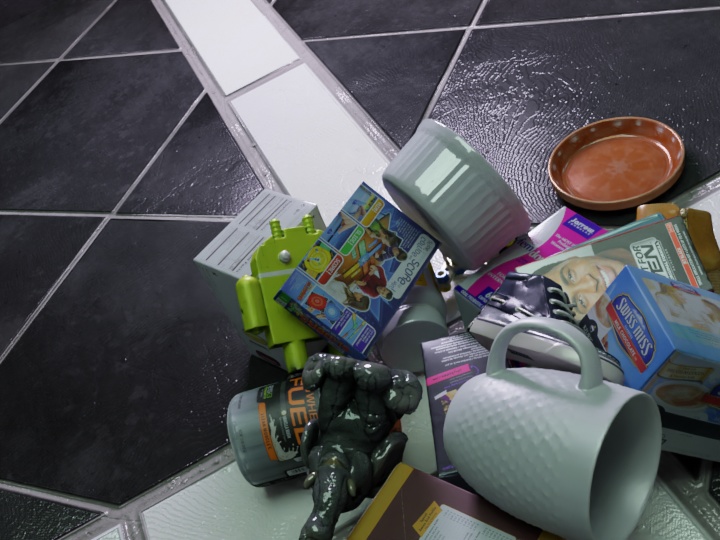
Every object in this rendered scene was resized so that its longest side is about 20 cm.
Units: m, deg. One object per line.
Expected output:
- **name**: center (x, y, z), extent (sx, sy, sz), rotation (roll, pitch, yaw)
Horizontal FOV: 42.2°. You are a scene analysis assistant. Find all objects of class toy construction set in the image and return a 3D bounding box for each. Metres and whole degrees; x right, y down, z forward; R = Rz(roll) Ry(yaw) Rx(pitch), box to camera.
- **toy construction set**: center (0.158, -0.065, 1.373), extent (0.130, 0.092, 0.201), rotation (-16, 52, 9)

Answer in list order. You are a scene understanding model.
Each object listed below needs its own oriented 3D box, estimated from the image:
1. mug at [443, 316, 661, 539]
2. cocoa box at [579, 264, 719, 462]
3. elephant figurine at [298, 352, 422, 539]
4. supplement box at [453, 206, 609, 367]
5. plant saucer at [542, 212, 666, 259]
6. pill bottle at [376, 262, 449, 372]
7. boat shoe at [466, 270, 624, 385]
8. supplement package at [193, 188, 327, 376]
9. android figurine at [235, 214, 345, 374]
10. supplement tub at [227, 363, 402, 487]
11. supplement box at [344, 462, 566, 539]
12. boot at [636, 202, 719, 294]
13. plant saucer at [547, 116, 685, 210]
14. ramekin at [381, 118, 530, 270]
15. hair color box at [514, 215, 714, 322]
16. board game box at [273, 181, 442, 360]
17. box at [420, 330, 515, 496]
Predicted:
- **mug**: center (0.174, 0.142, 0.885), extent (0.175, 0.201, 0.147), rotation (12, 21, 40)
- **cocoa box**: center (0.342, 0.102, 0.990), extent (0.199, 0.132, 0.134), rotation (16, 35, -24)
- **elephant figurine**: center (-0.016, 0.197, 1.011), extent (0.141, 0.155, 0.201), rotation (3, 80, 53)
- **supplement box**: center (0.236, 0.024, 1.224), extent (0.200, 0.104, 0.101), rotation (-35, 42, -15)
- **plant saucer**: center (0.292, -0.014, 1.144), extent (0.199, 0.019, 0.070), rotation (-23, 43, 4)
- **pill bottle**: center (0.055, 0.037, 1.285), extent (0.114, 0.115, 0.201), rotation (-20, 40, 4)
- **boat shoe**: center (0.205, 0.056, 0.980), extent (0.200, 0.075, 0.093), rotation (19, 72, 48)
- **supplement package**: center (-0.111, 0.018, 1.317), extent (0.111, 0.201, 0.156), rotation (18, 56, 40)
- **android figurine**: center (-0.070, 0.027, 1.191), extent (0.181, 0.041, 0.201), rotation (-7, 78, -22)
- **supplement tub**: center (-0.055, 0.189, 1.168), extent (0.199, 0.123, 0.123), rotation (-17, 41, 8)
- **supplement box**: center (0.082, 0.337, 0.935), extent (0.199, 0.133, 0.197), rotation (16, 54, 37)
- **boot**: center (0.357, -0.014, 1.175), extent (0.200, 0.071, 0.145), rotation (-1, 68, -8)
- **plant saucer**: center (0.384, -0.158, 1.402), extent (0.199, 0.032, 0.201), rotation (-13, 42, 12)
- **ramekin**: center (0.119, -0.093, 1.226), extent (0.098, 0.201, 0.200), rotation (-44, 43, -4)
- **hair color box**: center (0.289, 0.020, 1.074), extent (0.199, 0.061, 0.102), rotation (-19, 63, 8)
- **board game box**: center (0.000, 0.000, 1.179), extent (0.135, 0.034, 0.200), rotation (38, 60, -3)
- **box**: center (0.142, 0.180, 1.084), extent (0.105, 0.123, 0.201), rotation (-14, 42, 10)
